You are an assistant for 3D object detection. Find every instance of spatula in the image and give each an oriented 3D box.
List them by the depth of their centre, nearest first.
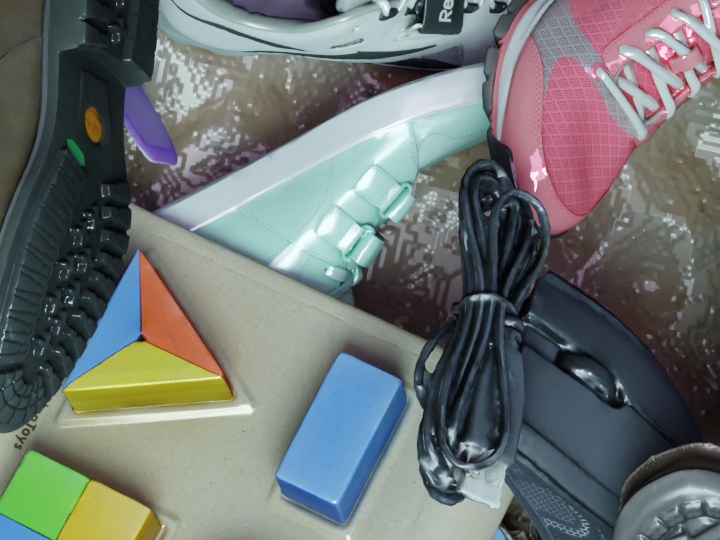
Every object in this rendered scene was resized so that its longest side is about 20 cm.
[{"bbox_3d":[-0.111,-0.135,1.103,0.020,0.056,0.202,-17,85,12],"label":"spatula"}]

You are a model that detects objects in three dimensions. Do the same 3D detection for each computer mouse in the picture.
[{"bbox_3d":[0.088,0.064,1.021,0.052,0.200,0.139,-9,51,26],"label":"computer mouse"}]

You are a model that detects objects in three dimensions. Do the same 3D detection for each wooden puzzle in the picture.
[{"bbox_3d":[-0.056,0.084,1.026,0.199,0.046,0.186,26,74,9],"label":"wooden puzzle"}]

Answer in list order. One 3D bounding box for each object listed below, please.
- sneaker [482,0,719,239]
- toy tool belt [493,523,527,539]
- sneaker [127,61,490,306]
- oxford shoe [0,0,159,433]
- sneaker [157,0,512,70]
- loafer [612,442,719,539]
[{"bbox_3d":[0.117,-0.098,1.072,0.074,0.086,0.201,52,58,-38],"label":"sneaker"},{"bbox_3d":[0.045,0.148,1.110,0.123,0.125,0.201,42,72,-25],"label":"toy tool belt"},{"bbox_3d":[0.000,0.000,1.108,0.199,0.074,0.119,-29,89,6],"label":"sneaker"},{"bbox_3d":[-0.131,-0.036,1.030,0.084,0.073,0.202,0,68,23],"label":"oxford shoe"},{"bbox_3d":[0.016,-0.115,1.100,0.198,0.088,0.075,-6,92,-7],"label":"sneaker"},{"bbox_3d":[0.150,0.112,1.026,0.073,0.071,0.200,-27,138,20],"label":"loafer"}]
